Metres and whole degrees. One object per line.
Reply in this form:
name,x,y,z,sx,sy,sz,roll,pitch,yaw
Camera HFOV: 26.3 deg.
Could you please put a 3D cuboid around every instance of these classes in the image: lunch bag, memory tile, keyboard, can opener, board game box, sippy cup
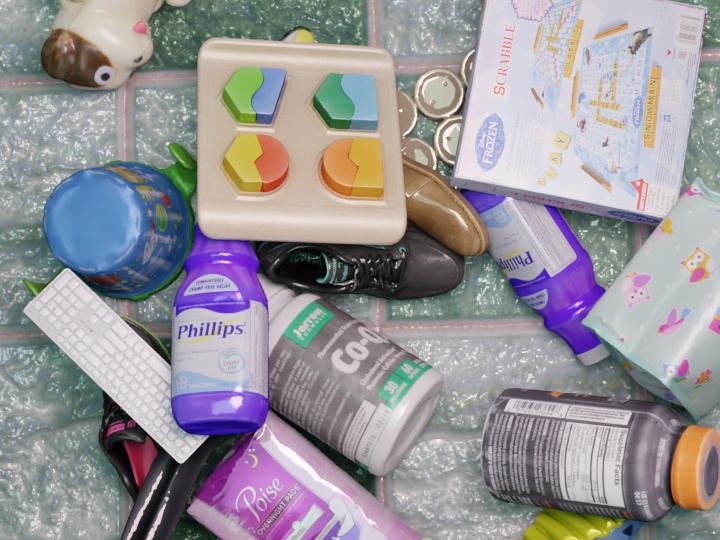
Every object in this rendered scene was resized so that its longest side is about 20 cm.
lunch bag,0.304,0.039,1.354,0.122,0.200,0.170,38,90,33
memory tile,0.072,-0.113,1.472,0.200,0.017,0.154,-24,85,5
keyboard,-0.212,0.084,1.379,0.200,0.011,0.056,43,83,5
can opener,-0.170,0.178,1.410,0.079,0.063,0.200,35,72,-33
board game box,0.194,-0.154,1.368,0.199,0.041,0.201,12,79,-2
sippy cup,-0.235,-0.042,1.452,0.139,0.130,0.178,12,89,7

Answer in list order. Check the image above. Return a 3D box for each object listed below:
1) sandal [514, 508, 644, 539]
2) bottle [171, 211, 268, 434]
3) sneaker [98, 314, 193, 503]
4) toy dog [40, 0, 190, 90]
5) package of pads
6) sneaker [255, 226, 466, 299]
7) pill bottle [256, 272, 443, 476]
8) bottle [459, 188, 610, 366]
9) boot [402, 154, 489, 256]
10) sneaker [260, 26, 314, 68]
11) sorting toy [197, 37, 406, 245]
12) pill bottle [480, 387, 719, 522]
sandal,0.190,0.266,1.420,0.200,0.079,0.087,-36,121,-3
bottle,-0.123,0.041,1.356,0.083,0.065,0.201,-4,71,11
sneaker,-0.211,0.135,1.462,0.077,0.084,0.200,-22,85,12
toy dog,-0.256,-0.272,1.464,0.193,0.139,0.201,-7,86,20
package of pads,-0.050,0.236,1.434,0.200,0.076,0.121,40,91,1
sneaker,0.000,0.000,1.431,0.199,0.079,0.076,4,110,-2
pill bottle,-0.033,0.092,1.423,0.200,0.113,0.113,31,92,15
bottle,0.170,-0.006,1.419,0.065,0.084,0.200,-37,97,-24
boot,0.028,-0.067,1.420,0.200,0.074,0.075,38,58,14
sneaker,-0.074,-0.133,1.470,0.090,0.078,0.201,19,92,-7
sorting toy,-0.053,-0.121,1.378,0.185,0.036,0.201,2,63,-9
pill bottle,0.216,0.165,1.364,0.200,0.106,0.107,4,88,30
